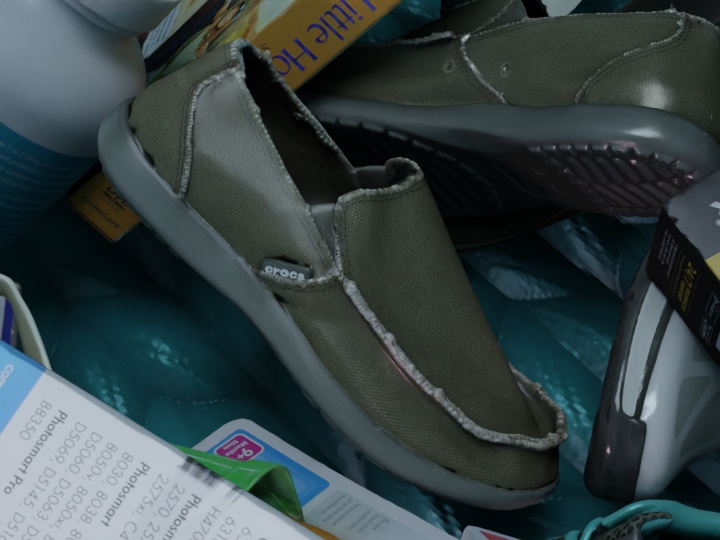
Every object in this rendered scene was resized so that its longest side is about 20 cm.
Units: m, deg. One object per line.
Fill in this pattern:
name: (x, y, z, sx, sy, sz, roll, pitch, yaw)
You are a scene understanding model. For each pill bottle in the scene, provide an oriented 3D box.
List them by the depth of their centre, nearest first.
pill bottle: (-0.156, -0.060, 0.858, 0.200, 0.111, 0.111, -41, 52, 22)

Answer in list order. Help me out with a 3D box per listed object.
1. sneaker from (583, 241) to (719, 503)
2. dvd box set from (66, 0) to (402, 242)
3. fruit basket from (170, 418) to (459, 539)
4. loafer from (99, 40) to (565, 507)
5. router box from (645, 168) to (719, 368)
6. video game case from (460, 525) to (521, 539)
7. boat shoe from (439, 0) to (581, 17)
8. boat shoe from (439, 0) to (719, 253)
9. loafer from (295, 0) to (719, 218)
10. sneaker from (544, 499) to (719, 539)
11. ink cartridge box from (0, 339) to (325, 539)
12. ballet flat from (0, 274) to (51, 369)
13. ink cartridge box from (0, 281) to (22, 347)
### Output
sneaker: (0.157, 0.024, 0.808, 0.115, 0.076, 0.201, 21, 39, 16)
dvd box set: (-0.024, -0.111, 0.878, 0.200, 0.029, 0.147, -37, 22, 30)
fruit basket: (-0.034, 0.136, 0.704, 0.200, 0.094, 0.185, 24, 55, 40)
loafer: (0.000, 0.000, 0.789, 0.200, 0.070, 0.075, 42, 21, -3)
router box: (0.217, 0.001, 0.739, 0.200, 0.052, 0.157, -31, 69, -13)
video game case: (0.132, 0.116, 0.642, 0.199, 0.143, 0.018, 16, 91, -8)
boat shoe: (0.075, -0.156, 0.937, 0.073, 0.062, 0.200, -20, 22, 33)
boat shoe: (0.101, -0.057, 0.897, 0.200, 0.074, 0.076, -26, 63, 15)
loafer: (0.052, -0.063, 0.836, 0.200, 0.075, 0.070, 8, 67, 39)
sneaker: (0.081, 0.108, 0.770, 0.199, 0.091, 0.078, -6, 54, 8)
ink cartridge box: (-0.042, 0.098, 0.608, 0.200, 0.116, 0.067, 30, 75, 13)
ballet flat: (-0.150, 0.007, 0.749, 0.062, 0.068, 0.200, -28, 67, -22)
ink cartridge box: (-0.216, 0.092, 0.804, 0.199, 0.041, 0.200, 6, 85, 12)
